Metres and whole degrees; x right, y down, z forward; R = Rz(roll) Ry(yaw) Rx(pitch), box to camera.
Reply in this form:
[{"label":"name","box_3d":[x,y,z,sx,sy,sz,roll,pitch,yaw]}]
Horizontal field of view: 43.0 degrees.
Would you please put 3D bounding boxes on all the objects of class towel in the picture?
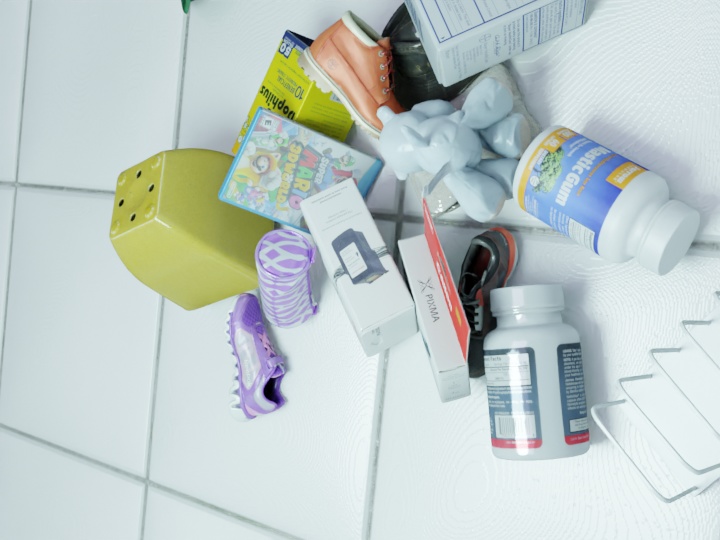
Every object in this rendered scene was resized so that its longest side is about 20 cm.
[{"label":"towel","box_3d":[0.140,-0.171,1.226,0.199,0.034,0.134,-36,68,31]}]

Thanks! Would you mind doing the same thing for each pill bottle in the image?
[{"label":"pill bottle","box_3d":[0.285,-0.079,1.063,0.199,0.111,0.113,35,109,33]},{"label":"pill bottle","box_3d":[0.210,0.121,1.109,0.118,0.119,0.203,-7,84,37]}]

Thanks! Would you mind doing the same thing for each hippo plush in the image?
[{"label":"hippo plush","box_3d":[0.101,-0.141,1.149,0.160,0.199,0.161,8,124,54]}]

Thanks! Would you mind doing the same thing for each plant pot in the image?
[{"label":"plant pot","box_3d":[-0.269,-0.079,1.405,0.193,0.199,0.198,-18,58,35]}]

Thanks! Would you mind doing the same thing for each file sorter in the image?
[{"label":"file sorter","box_3d":[0.368,0.135,0.984,0.200,0.124,0.139,-50,61,25]}]

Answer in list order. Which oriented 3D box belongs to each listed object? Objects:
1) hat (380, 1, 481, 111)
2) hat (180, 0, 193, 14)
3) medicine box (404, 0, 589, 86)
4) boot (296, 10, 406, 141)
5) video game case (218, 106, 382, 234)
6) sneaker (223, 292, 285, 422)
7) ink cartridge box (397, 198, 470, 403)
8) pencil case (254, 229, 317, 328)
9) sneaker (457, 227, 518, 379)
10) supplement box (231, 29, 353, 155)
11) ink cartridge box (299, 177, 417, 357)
[{"label":"hat","box_3d":[0.081,-0.313,1.236,0.199,0.080,0.204,-8,77,39]},{"label":"hat","box_3d":[-0.208,-0.516,1.519,0.200,0.174,0.168,167,100,-74]},{"label":"medicine box","box_3d":[0.155,-0.361,1.130,0.198,0.103,0.184,-22,73,3]},{"label":"boot","box_3d":[0.022,-0.248,1.214,0.200,0.075,0.107,42,113,-11]},{"label":"video game case","box_3d":[-0.085,-0.131,1.308,0.144,0.198,0.018,-61,26,18]},{"label":"sneaker","box_3d":[-0.157,0.135,1.425,0.087,0.080,0.203,-4,91,30]},{"label":"ink cartridge box","box_3d":[0.091,0.038,1.150,0.044,0.177,0.202,-15,58,-1]},{"label":"pencil case","box_3d":[-0.104,0.017,1.309,0.084,0.200,0.085,11,67,4]},{"label":"sneaker","box_3d":[0.146,0.044,1.183,0.076,0.081,0.203,11,99,36]},{"label":"supplement box","box_3d":[-0.087,-0.229,1.348,0.109,0.109,0.202,43,114,40]},{"label":"ink cartridge box","box_3d":[0.000,0.000,1.250,0.083,0.145,0.202,-24,71,-3]}]
